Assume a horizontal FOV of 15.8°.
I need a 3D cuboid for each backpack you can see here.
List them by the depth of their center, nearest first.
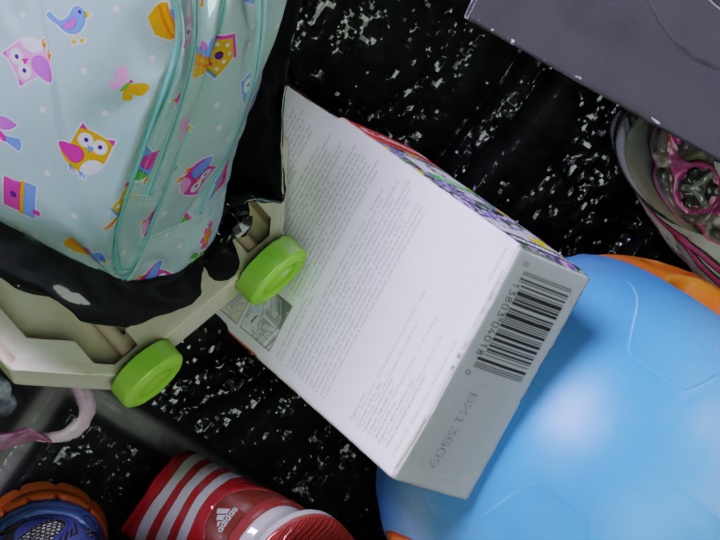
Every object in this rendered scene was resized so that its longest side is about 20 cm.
[{"bbox_3d":[-0.100,-0.089,0.992,0.166,0.127,0.201,29,124,6],"label":"backpack"}]

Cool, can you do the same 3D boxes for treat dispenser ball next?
[{"bbox_3d":[0.107,0.093,1.154,0.200,0.201,0.202,-4,108,-13],"label":"treat dispenser ball"}]

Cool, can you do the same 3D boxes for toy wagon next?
[{"bbox_3d":[-0.127,-0.014,1.098,0.200,0.040,0.155,-40,76,-12],"label":"toy wagon"}]

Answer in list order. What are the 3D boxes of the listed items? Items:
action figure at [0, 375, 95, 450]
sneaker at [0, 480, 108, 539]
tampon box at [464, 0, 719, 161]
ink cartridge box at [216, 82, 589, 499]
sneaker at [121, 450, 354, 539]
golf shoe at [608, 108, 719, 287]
[{"bbox_3d":[-0.230,0.113,1.146,0.149,0.134,0.201,-3,119,-51],"label":"action figure"},{"bbox_3d":[-0.188,0.184,1.173,0.075,0.078,0.200,36,95,-21],"label":"sneaker"},{"bbox_3d":[0.166,-0.129,1.062,0.150,0.200,0.127,31,110,22],"label":"tampon box"},{"bbox_3d":[0.000,0.000,1.114,0.050,0.200,0.109,21,102,-42],"label":"ink cartridge box"},{"bbox_3d":[-0.038,0.140,1.210,0.078,0.115,0.200,-46,144,-15],"label":"sneaker"},{"bbox_3d":[0.193,-0.010,1.203,0.073,0.092,0.200,-44,108,-7],"label":"golf shoe"}]
